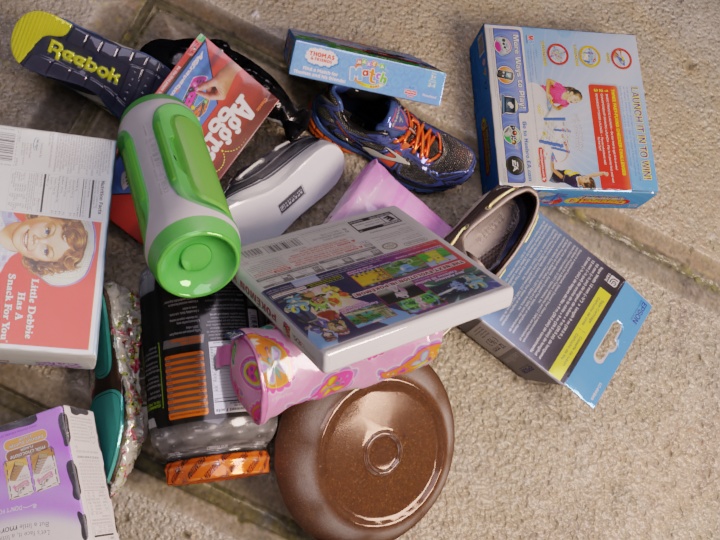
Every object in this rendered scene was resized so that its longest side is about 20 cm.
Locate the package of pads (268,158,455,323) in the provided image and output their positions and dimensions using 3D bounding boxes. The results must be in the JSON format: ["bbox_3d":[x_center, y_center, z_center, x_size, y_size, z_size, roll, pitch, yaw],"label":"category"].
[{"bbox_3d":[0.000,0.000,0.952,0.120,0.076,0.201,38,70,-8],"label":"package of pads"}]

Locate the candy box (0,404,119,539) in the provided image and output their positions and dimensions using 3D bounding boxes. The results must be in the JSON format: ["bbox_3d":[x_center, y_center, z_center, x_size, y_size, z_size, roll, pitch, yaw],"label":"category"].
[{"bbox_3d":[-0.297,0.240,0.794,0.164,0.072,0.204,-17,77,2],"label":"candy box"}]

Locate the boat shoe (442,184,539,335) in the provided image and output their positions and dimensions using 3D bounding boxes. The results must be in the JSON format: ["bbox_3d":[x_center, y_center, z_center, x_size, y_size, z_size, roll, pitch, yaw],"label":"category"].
[{"bbox_3d":[0.107,-0.007,0.921,0.072,0.059,0.200,45,72,-10],"label":"boat shoe"}]

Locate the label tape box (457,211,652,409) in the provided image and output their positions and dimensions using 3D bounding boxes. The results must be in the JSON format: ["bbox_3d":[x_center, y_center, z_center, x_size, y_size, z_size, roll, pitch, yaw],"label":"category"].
[{"bbox_3d":[0.193,0.035,0.996,0.199,0.066,0.144,38,70,-1],"label":"label tape box"}]

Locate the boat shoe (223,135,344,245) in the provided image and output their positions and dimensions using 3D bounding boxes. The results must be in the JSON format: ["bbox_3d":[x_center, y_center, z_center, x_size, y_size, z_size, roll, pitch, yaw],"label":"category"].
[{"bbox_3d":[-0.107,-0.077,0.962,0.199,0.072,0.067,-42,47,-22],"label":"boat shoe"}]

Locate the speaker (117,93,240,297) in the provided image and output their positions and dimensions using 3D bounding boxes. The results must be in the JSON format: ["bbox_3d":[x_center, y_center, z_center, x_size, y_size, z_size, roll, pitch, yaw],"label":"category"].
[{"bbox_3d":[-0.165,-0.071,0.828,0.087,0.090,0.202,-11,46,-15],"label":"speaker"}]

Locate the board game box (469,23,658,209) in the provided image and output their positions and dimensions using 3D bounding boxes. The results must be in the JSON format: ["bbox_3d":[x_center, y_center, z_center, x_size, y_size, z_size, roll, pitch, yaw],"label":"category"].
[{"bbox_3d":[0.232,-0.176,1.073,0.191,0.056,0.204,1,73,-13],"label":"board game box"}]

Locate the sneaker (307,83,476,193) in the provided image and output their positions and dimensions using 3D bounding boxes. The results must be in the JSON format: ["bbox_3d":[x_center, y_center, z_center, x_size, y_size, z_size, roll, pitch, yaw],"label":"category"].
[{"bbox_3d":[0.036,-0.146,1.007,0.196,0.079,0.077,20,71,-6],"label":"sneaker"}]

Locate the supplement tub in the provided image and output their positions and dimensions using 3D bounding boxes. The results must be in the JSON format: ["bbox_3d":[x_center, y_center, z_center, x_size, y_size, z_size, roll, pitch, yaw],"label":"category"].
[{"bbox_3d":[-0.141,0.092,0.869,0.120,0.123,0.205,-4,77,-14],"label":"supplement tub"}]

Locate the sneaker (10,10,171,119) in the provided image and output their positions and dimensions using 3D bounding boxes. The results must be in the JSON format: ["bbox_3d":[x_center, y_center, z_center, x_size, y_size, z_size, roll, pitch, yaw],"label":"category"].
[{"bbox_3d":[-0.254,-0.199,0.953,0.198,0.082,0.075,31,93,-12],"label":"sneaker"}]

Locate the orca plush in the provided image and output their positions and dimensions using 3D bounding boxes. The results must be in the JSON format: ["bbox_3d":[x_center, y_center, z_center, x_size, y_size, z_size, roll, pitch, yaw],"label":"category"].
[{"bbox_3d":[-0.147,-0.198,0.970,0.199,0.071,0.106,36,72,9],"label":"orca plush"}]

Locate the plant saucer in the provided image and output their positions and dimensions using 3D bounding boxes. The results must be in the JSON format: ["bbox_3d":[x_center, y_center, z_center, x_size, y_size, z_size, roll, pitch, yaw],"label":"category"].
[{"bbox_3d":[0.015,0.171,0.888,0.197,0.036,0.205,-2,95,-27],"label":"plant saucer"}]

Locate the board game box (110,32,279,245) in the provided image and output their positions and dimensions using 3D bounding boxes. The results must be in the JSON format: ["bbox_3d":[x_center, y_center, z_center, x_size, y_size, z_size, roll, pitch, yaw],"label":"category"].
[{"bbox_3d":[-0.181,-0.124,0.932,0.102,0.019,0.201,37,91,-15],"label":"board game box"}]

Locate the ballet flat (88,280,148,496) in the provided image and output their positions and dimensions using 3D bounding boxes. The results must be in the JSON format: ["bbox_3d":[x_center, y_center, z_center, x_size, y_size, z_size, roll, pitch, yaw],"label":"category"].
[{"bbox_3d":[-0.222,0.110,0.880,0.063,0.075,0.205,8,74,-45],"label":"ballet flat"}]

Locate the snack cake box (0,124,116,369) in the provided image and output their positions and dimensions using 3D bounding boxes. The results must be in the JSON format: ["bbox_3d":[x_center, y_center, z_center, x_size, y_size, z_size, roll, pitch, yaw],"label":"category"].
[{"bbox_3d":[-0.285,-0.020,0.834,0.113,0.067,0.204,6,73,-16],"label":"snack cake box"}]

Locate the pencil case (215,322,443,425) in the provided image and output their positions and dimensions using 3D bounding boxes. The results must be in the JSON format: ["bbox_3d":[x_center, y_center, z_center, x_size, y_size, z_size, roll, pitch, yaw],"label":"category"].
[{"bbox_3d":[-0.024,0.068,0.819,0.197,0.087,0.089,-15,77,-28],"label":"pencil case"}]

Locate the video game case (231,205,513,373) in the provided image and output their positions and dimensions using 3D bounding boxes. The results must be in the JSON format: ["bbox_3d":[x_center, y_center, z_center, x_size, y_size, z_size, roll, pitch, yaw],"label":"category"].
[{"bbox_3d":[0.003,0.008,0.816,0.197,0.023,0.182,-16,35,-31],"label":"video game case"}]

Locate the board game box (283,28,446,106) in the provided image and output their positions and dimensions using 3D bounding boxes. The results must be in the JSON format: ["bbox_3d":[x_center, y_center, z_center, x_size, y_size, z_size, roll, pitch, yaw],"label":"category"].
[{"bbox_3d":[-0.003,-0.214,0.965,0.148,0.200,0.037,10,105,-10],"label":"board game box"}]
